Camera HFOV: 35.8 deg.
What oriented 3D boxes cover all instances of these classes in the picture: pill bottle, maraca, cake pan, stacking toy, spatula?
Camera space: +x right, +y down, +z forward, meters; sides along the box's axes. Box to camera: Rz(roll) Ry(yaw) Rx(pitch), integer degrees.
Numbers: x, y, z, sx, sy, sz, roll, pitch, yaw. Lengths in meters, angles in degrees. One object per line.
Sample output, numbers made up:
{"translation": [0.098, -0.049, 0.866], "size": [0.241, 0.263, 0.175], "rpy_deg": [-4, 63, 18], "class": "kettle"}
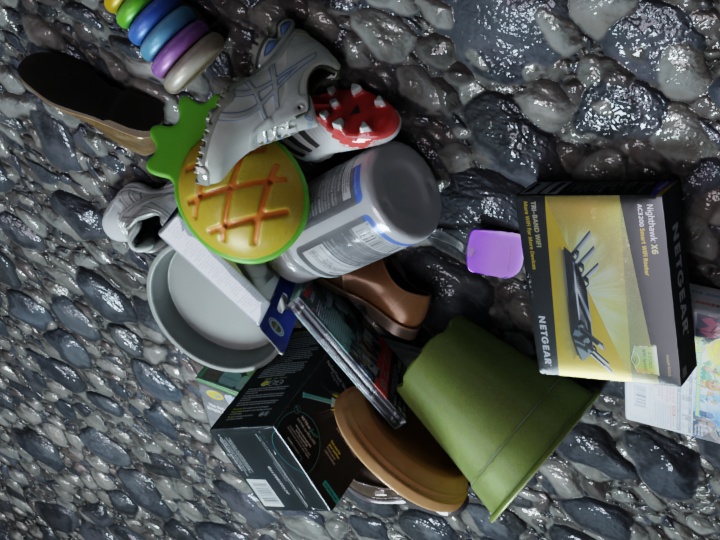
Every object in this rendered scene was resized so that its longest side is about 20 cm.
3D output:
{"translation": [-0.016, -0.058, 1.245], "size": [0.199, 0.114, 0.114], "rpy_deg": [-22, 116, 44], "class": "pill bottle"}
{"translation": [-0.142, -0.098, 1.201], "size": [0.200, 0.137, 0.107], "rpy_deg": [47, 179, 6], "class": "maraca"}
{"translation": [-0.180, 0.039, 1.443], "size": [0.199, 0.037, 0.202], "rpy_deg": [10, 123, 16], "class": "cake pan"}
{"translation": [-0.243, -0.290, 1.208], "size": [0.200, 0.085, 0.085], "rpy_deg": [46, 141, -8], "class": "stacking toy"}
{"translation": [0.091, -0.037, 1.266], "size": [0.199, 0.021, 0.057], "rpy_deg": [18, 120, 27], "class": "spatula"}

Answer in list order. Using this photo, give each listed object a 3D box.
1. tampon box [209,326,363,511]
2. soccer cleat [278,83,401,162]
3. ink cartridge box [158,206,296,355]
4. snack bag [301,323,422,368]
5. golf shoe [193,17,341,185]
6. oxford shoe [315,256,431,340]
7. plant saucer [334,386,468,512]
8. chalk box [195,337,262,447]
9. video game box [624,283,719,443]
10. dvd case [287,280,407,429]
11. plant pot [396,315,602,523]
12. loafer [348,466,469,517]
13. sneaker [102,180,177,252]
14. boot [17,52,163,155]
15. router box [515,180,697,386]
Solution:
{"translation": [-0.066, 0.188, 1.446], "size": [0.126, 0.200, 0.150], "rpy_deg": [-10, 120, 42], "class": "tampon box"}
{"translation": [-0.036, -0.153, 1.212], "size": [0.199, 0.069, 0.085], "rpy_deg": [7, 148, 32], "class": "soccer cleat"}
{"translation": [-0.132, -0.022, 1.321], "size": [0.041, 0.200, 0.200], "rpy_deg": [-39, 104, 20], "class": "ink cartridge box"}
{"translation": [0.016, 0.156, 1.532], "size": [0.187, 0.021, 0.201], "rpy_deg": [14, 138, 24], "class": "snack bag"}
{"translation": [-0.093, -0.160, 1.134], "size": [0.097, 0.201, 0.078], "rpy_deg": [30, 165, 3], "class": "golf shoe"}
{"translation": [0.000, 0.000, 1.359], "size": [0.199, 0.071, 0.072], "rpy_deg": [32, 112, 9], "class": "oxford shoe"}
{"translation": [0.058, 0.208, 1.364], "size": [0.200, 0.200, 0.038], "rpy_deg": [38, 108, -4], "class": "plant saucer"}
{"translation": [-0.143, 0.161, 1.576], "size": [0.124, 0.124, 0.201], "rpy_deg": [18, 138, 23], "class": "chalk box"}
{"translation": [0.373, 0.103, 1.186], "size": [0.181, 0.047, 0.201], "rpy_deg": [16, 138, 29], "class": "video game box"}
{"translation": [-0.009, 0.086, 1.363], "size": [0.022, 0.146, 0.200], "rpy_deg": [-36, 103, 15], "class": "dvd case"}
{"translation": [0.149, 0.159, 1.323], "size": [0.190, 0.200, 0.201], "rpy_deg": [40, 144, 13], "class": "plant pot"}
{"translation": [0.063, 0.296, 1.616], "size": [0.198, 0.073, 0.071], "rpy_deg": [6, 124, 26], "class": "loafer"}
{"translation": [-0.286, -0.063, 1.461], "size": [0.199, 0.100, 0.078], "rpy_deg": [-11, 122, 43], "class": "sneaker"}
{"translation": [-0.335, -0.201, 1.382], "size": [0.199, 0.074, 0.076], "rpy_deg": [27, 152, 6], "class": "boot"}
{"translation": [0.248, 0.011, 1.127], "size": [0.156, 0.052, 0.202], "rpy_deg": [2, 112, 36], "class": "router box"}
